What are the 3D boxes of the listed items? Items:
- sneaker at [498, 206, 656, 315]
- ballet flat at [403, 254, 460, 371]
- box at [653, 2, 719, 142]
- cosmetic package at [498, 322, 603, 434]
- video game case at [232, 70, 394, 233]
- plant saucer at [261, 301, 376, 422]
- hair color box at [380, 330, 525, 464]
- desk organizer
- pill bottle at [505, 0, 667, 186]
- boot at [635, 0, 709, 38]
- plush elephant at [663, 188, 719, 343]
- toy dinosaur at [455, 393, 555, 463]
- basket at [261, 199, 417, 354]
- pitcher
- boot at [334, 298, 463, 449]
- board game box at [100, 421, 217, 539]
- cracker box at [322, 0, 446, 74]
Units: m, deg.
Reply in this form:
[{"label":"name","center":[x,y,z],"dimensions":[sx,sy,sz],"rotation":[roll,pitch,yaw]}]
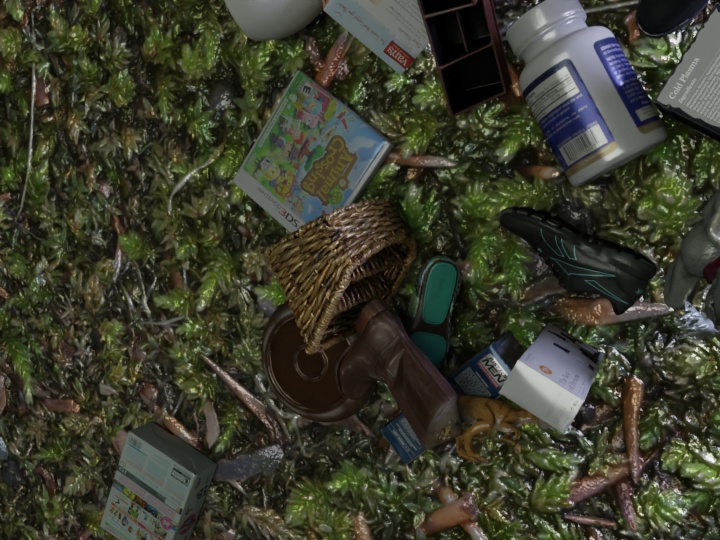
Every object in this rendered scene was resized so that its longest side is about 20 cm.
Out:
[{"label":"sneaker","center":[0.257,-0.016,0.881],"dimensions":[0.200,0.075,0.079],"rotation":[28,110,19]},{"label":"ballet flat","center":[0.090,0.074,0.974],"dimensions":[0.074,0.074,0.201],"rotation":[22,101,20]},{"label":"box","center":[0.411,-0.169,0.722],"dimensions":[0.182,0.200,0.104],"rotation":[33,110,16]},{"label":"cosmetic package","center":[0.231,0.120,0.841],"dimensions":[0.082,0.200,0.051],"rotation":[29,109,17]},{"label":"video game case","center":[-0.074,-0.156,1.038],"dimensions":[0.182,0.022,0.200],"rotation":[41,111,14]},{"label":"plant saucer","center":[-0.070,0.136,1.072],"dimensions":[0.199,0.032,0.201],"rotation":[4,100,23]},{"label":"hair color box","center":[0.129,0.168,0.949],"dimensions":[0.200,0.100,0.061],"rotation":[-42,79,22]},{"label":"desk organizer","center":[0.121,-0.293,0.853],"dimensions":[0.071,0.077,0.200],"rotation":[-7,125,25]},{"label":"pill bottle","center":[0.256,-0.212,0.830],"dimensions":[0.119,0.120,0.201],"rotation":[-28,85,24]},{"label":"boot","center":[0.349,-0.325,0.728],"dimensions":[0.165,0.200,0.066],"rotation":[-43,79,23]},{"label":"plush elephant","center":[0.420,0.004,0.783],"dimensions":[0.199,0.165,0.155],"rotation":[2,58,-7]},{"label":"toy dinosaur","center":[0.142,0.176,0.869],"dimensions":[0.199,0.060,0.107],"rotation":[14,71,26]},{"label":"basket","center":[0.000,0.000,0.927],"dimensions":[0.142,0.200,0.149],"rotation":[-28,84,29]},{"label":"pitcher","center":[-0.093,-0.421,0.968],"dimensions":[0.200,0.121,0.172],"rotation":[-28,70,14]},{"label":"boot","center":[0.047,0.164,0.905],"dimensions":[0.200,0.064,0.187],"rotation":[51,143,37]},{"label":"board game box","center":[-0.346,0.383,1.211],"dimensions":[0.147,0.064,0.201],"rotation":[28,106,19]},{"label":"cracker box","center":[0.064,-0.369,0.893],"dimensions":[0.134,0.058,0.200],"rotation":[34,113,-24]}]
